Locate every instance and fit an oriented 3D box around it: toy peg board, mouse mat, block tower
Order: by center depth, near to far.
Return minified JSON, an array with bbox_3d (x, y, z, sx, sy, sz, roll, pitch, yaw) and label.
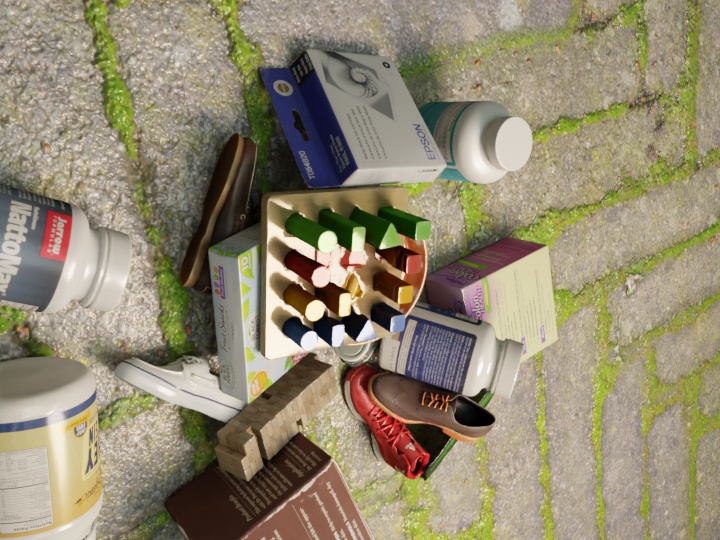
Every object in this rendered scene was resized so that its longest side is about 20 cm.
[{"bbox_3d":[-0.011,0.011,0.809,0.197,0.097,0.203,-7,110,-31],"label":"toy peg board"},{"bbox_3d":[-0.107,0.192,0.917,0.200,0.057,0.055,-40,130,-42],"label":"block tower"},{"bbox_3d":[0.169,0.266,1.125,0.200,0.007,0.161,-49,161,-13],"label":"mouse mat"}]

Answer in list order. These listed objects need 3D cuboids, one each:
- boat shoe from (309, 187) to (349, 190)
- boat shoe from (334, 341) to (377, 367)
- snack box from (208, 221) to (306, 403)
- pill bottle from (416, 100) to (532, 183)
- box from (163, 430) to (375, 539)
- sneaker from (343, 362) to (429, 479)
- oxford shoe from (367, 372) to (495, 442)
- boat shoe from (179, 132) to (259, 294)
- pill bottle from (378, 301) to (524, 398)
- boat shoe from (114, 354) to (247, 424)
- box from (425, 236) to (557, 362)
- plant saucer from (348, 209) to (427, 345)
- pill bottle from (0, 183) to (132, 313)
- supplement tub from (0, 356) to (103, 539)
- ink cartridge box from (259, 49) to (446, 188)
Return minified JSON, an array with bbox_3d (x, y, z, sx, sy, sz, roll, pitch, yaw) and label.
[{"bbox_3d":[-0.062,-0.052,0.930,0.073,0.076,0.203,16,101,-3],"label":"boat shoe"},{"bbox_3d":[0.012,0.044,1.002,0.060,0.075,0.202,69,44,-67],"label":"boat shoe"},{"bbox_3d":[-0.122,0.044,0.861,0.142,0.052,0.203,-35,133,-50],"label":"snack box"},{"bbox_3d":[0.147,-0.182,0.958,0.109,0.199,0.113,-9,106,-32],"label":"pill bottle"},{"bbox_3d":[-0.121,0.339,0.909,0.199,0.165,0.166,-35,118,-23],"label":"box"},{"bbox_3d":[0.052,0.235,1.036,0.078,0.115,0.202,-39,119,-21],"label":"sneaker"},{"bbox_3d":[0.108,0.193,1.002,0.197,0.073,0.072,20,61,-11],"label":"oxford shoe"},{"bbox_3d":[-0.164,-0.067,0.850,0.069,0.070,0.203,17,99,-28],"label":"boat shoe"},{"bbox_3d":[0.134,0.119,0.997,0.111,0.197,0.113,16,90,-78],"label":"pill bottle"},{"bbox_3d":[-0.221,0.139,0.863,0.200,0.073,0.068,39,67,-47],"label":"boat shoe"},{"bbox_3d":[0.222,0.065,1.128,0.198,0.096,0.179,-24,113,-29],"label":"box"},{"bbox_3d":[0.000,0.000,0.896,0.197,0.032,0.204,-11,113,-27],"label":"plant saucer"},{"bbox_3d":[-0.350,-0.021,0.703,0.198,0.119,0.122,16,91,-36],"label":"pill bottle"},{"bbox_3d":[-0.357,0.210,0.732,0.143,0.144,0.204,-7,104,-33],"label":"supplement tub"},{"bbox_3d":[-0.009,-0.199,0.873,0.197,0.041,0.202,-9,64,-33],"label":"ink cartridge box"}]
